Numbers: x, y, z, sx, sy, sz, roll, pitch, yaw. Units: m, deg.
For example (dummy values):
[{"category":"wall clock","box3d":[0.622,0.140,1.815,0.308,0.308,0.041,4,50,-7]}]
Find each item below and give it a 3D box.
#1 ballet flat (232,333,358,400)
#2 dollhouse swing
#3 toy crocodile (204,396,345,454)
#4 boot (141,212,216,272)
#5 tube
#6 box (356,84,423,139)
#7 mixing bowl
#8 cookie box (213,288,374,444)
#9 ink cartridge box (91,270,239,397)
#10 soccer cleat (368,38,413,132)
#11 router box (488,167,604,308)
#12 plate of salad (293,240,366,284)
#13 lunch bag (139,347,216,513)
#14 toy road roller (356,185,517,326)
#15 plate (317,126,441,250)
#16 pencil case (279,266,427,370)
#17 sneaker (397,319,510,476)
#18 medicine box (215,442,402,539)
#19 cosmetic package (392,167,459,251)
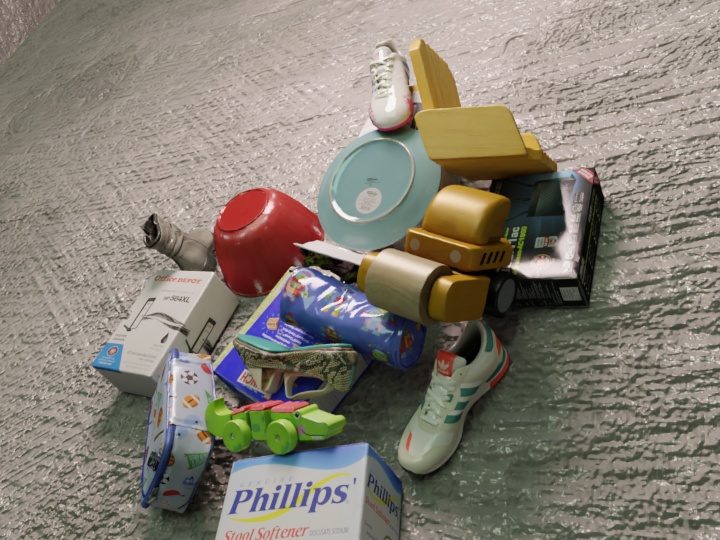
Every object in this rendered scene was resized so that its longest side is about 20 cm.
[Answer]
[{"category":"ballet flat","box3d":[-0.090,0.123,0.917,0.199,0.068,0.076,1,83,36]},{"category":"dollhouse swing","box3d":[0.174,-0.226,1.016,0.181,0.200,0.177,1,88,25]},{"category":"toy crocodile","box3d":[-0.106,0.181,0.876,0.199,0.067,0.062,-9,89,38]},{"category":"boot","box3d":[-0.319,-0.060,1.280,0.068,0.131,0.200,-45,26,5]},{"category":"tube","box3d":[-0.147,0.085,1.119,0.200,0.052,0.058,-53,3,-17]},{"category":"box","box3d":[0.057,-0.208,1.124,0.119,0.042,0.201,1,53,34]},{"category":"mixing bowl","box3d":[-0.172,-0.067,1.234,0.199,0.109,0.201,-17,43,17]},{"category":"cookie box","box3d":[-0.078,0.113,1.018,0.171,0.075,0.200,23,64,41]},{"category":"ink cartridge box","box3d":[-0.311,0.100,1.176,0.145,0.084,0.200,2,52,34]},{"category":"soccer cleat","box3d":[0.038,-0.281,1.095,0.070,0.087,0.200,-15,35,13]},{"category":"router box","box3d":[0.237,-0.044,0.981,0.149,0.062,0.201,-4,48,31]},{"category":"plate of salad","box3d":[0.000,0.000,1.013,0.200,0.200,0.048,19,93,43]},{"category":"lunch bag","box3d":[-0.249,0.219,0.985,0.200,0.075,0.161,-99,32,-49]},{"category":"toy road roller","box3d":[0.102,-0.024,0.858,0.123,0.200,0.147,18,105,37]},{"category":"plate","box3d":[0.019,-0.124,1.036,0.199,0.026,0.201,-13,61,24]},{"category":"pencil case","box3d":[-0.010,0.057,0.925,0.199,0.078,0.087,19,54,30]},{"category":"sneaker","box3d":[0.099,0.142,0.864,0.070,0.094,0.200,21,63,44]},{"category":"medicine box","box3d":[-0.060,0.309,0.795,0.181,0.103,0.201,-13,45,22]},{"category":"cosmetic package","box3d":[0.095,-0.121,1.120,0.087,0.104,0.201,-14,42,23]}]
